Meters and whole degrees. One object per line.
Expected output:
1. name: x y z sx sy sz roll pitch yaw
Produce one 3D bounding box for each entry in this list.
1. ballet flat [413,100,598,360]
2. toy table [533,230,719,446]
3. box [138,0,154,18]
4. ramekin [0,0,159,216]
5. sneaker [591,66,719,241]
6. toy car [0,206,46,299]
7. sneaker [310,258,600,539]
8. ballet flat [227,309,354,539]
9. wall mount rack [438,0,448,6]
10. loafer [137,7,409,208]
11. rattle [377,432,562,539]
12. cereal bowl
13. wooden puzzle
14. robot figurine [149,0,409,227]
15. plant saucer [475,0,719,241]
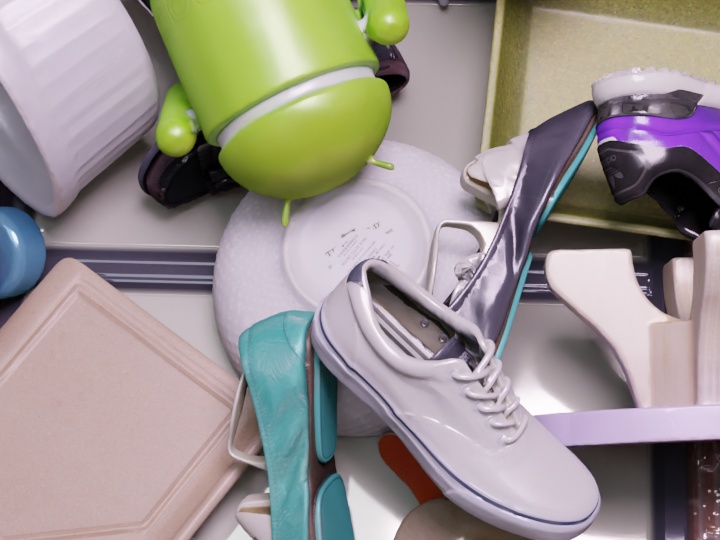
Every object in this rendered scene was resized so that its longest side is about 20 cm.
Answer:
1. ballet flat: 0.083 -0.028 1.039 0.073 0.073 0.201 22 75 12
2. toy table: 0.201 0.044 1.023 0.199 0.184 0.118 0 83 -9
3. box: -0.101 -0.246 1.146 0.160 0.049 0.200 -44 80 3
4. ramekin: -0.219 -0.144 1.111 0.098 0.201 0.200 -38 70 -20
5. sneaker: 0.232 -0.061 1.050 0.199 0.070 0.100 5 75 -19
6. toy car: -0.344 0.004 1.097 0.200 0.184 0.177 -44 77 22
7. sneaker: 0.057 0.073 0.961 0.200 0.071 0.073 38 51 6
8. ballet flat: -0.044 0.123 1.036 0.070 0.067 0.201 -2 97 19
9. wall mount rack: -0.007 -0.266 1.212 0.199 0.075 0.175 -7 71 1
10. loafer: -0.055 -0.101 1.145 0.200 0.072 0.063 -37 66 -14
11. rattle: 0.086 0.193 1.035 0.131 0.142 0.200 -56 29 14
12. cereal bowl: 0.000 0.000 1.095 0.199 0.083 0.201 -1 67 3
13. wooden puzzle: -0.176 0.112 1.090 0.200 0.037 0.185 34 74 20
14. robot figurine: -0.055 -0.133 1.048 0.175 0.116 0.201 -27 83 12
15. plant saucer: 0.181 -0.109 1.137 0.198 0.048 0.201 8 69 0
